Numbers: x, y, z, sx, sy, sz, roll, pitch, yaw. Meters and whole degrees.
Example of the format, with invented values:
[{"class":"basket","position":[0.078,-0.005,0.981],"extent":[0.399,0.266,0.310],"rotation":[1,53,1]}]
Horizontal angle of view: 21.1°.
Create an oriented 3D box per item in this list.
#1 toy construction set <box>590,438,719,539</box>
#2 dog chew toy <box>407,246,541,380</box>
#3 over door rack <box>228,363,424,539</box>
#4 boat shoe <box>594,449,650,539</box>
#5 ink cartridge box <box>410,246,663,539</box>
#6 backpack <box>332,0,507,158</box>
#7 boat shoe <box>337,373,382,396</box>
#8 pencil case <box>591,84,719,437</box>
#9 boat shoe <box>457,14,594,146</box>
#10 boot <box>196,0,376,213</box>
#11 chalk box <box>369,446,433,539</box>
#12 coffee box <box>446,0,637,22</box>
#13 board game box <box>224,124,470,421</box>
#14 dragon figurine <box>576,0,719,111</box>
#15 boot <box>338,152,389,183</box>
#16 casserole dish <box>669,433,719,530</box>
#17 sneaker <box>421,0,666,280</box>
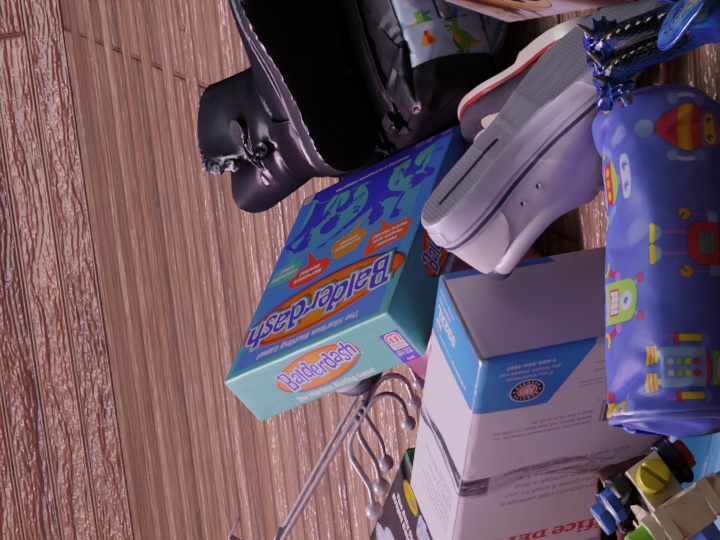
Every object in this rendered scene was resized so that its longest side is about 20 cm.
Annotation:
[{"class":"toy construction set","position":[0.184,0.167,1.087],"extent":[0.131,0.092,0.200],"rotation":[54,159,12]},{"class":"dog chew toy","position":[0.072,0.003,1.422],"extent":[0.200,0.124,0.125],"rotation":[-111,18,-56]},{"class":"over door rack","position":[-0.023,0.161,1.416],"extent":[0.067,0.200,0.148],"rotation":[41,-171,-2]},{"class":"boat shoe","position":[0.173,0.208,1.279],"extent":[0.072,0.071,0.201],"rotation":[-123,29,-51]},{"class":"ink cartridge box","position":[0.119,0.090,1.261],"extent":[0.084,0.144,0.201],"rotation":[-116,23,-43]},{"class":"backpack","position":[0.037,-0.204,1.391],"extent":[0.201,0.153,0.163],"rotation":[61,169,7]},{"class":"boat shoe","position":[0.000,0.040,1.419],"extent":[0.073,0.062,0.200],"rotation":[-47,22,13]},{"class":"pencil case","position":[0.172,-0.004,1.092],"extent":[0.087,0.078,0.202],"rotation":[-24,63,55]},{"class":"boat shoe","position":[0.121,-0.106,1.281],"extent":[0.200,0.071,0.063],"rotation":[142,113,-66]},{"class":"boot","position":[-0.078,-0.146,1.414],"extent":[0.168,0.076,0.201],"rotation":[-14,100,58]},{"class":"chalk box","position":[0.096,0.198,1.439],"extent":[0.200,0.123,0.125],"rotation":[109,147,-56]},{"class":"coffee box","position":[0.091,-0.212,1.198],"extent":[0.200,0.112,0.080],"rotation":[-169,94,-72]},{"class":"board game box","position":[0.000,0.000,1.343],"extent":[0.045,0.152,0.201],"rotation":[47,-141,-24]},{"class":"dragon figurine","position":[0.178,-0.150,1.011],"extent":[0.200,0.099,0.059],"rotation":[115,140,-62]},{"class":"boot","position":[-0.020,-0.152,1.475],"extent":[0.073,0.154,0.205],"rotation":[-18,49,33]},{"class":"casserole dish","position":[0.223,0.155,1.151],"extent":[0.121,0.039,0.201],"rotation":[-120,25,-47]},{"class":"sneaker","position":[0.124,-0.081,1.169],"extent":[0.071,0.200,0.073],"rotation":[39,-170,-23]}]
